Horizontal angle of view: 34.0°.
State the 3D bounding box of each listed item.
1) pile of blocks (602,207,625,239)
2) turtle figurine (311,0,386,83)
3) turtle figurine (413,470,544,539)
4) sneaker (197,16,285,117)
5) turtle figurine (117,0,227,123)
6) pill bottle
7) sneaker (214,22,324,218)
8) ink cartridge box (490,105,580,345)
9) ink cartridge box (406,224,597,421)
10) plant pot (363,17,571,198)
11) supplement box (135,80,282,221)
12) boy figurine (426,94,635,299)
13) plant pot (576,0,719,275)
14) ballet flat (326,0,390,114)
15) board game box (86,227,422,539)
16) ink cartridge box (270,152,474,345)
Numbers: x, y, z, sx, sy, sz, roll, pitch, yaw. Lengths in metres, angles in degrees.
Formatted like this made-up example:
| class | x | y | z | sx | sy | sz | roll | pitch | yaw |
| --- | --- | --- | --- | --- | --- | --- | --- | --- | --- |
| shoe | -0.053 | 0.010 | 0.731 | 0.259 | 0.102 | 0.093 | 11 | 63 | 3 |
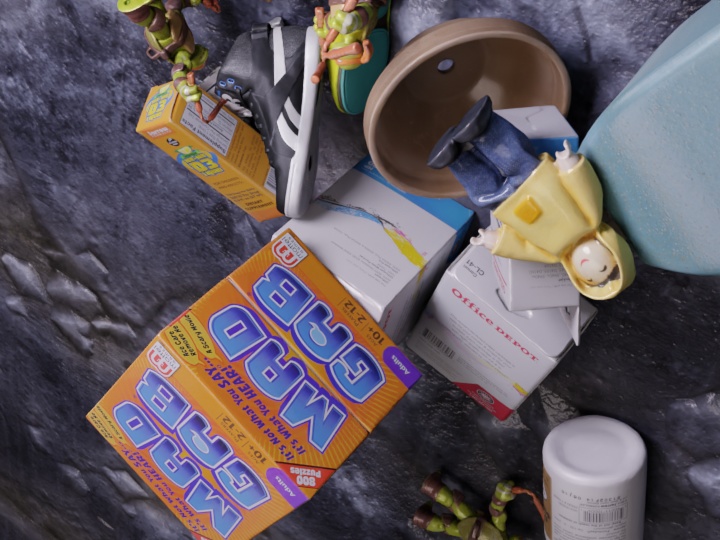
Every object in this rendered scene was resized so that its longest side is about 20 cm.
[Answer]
| class | x | y | z | sx | sy | sz | roll | pitch | yaw |
| --- | --- | --- | --- | --- | --- | --- | --- | --- | --- |
| pile of blocks | 0.244 | -0.077 | 1.155 | 0.200 | 0.082 | 0.062 | -46 | 46 | 38 |
| turtle figurine | -0.008 | -0.252 | 1.066 | 0.064 | 0.200 | 0.162 | 0 | 98 | -7 |
| turtle figurine | 0.148 | 0.337 | 1.510 | 0.161 | 0.064 | 0.200 | 24 | 131 | 24 |
| sneaker | -0.132 | -0.204 | 1.332 | 0.081 | 0.076 | 0.200 | 47 | 139 | -15 |
| turtle figurine | -0.202 | -0.261 | 1.232 | 0.064 | 0.200 | 0.161 | -14 | 149 | 18 |
| pill bottle | 0.266 | 0.275 | 1.345 | 0.114 | 0.114 | 0.200 | 14 | 128 | 29 |
| sneaker | -0.099 | -0.156 | 1.219 | 0.112 | 0.073 | 0.200 | 5 | 82 | 7 |
| ink cartridge box | 0.158 | -0.039 | 1.080 | 0.067 | 0.116 | 0.200 | -5 | 111 | 0 |
| ink cartridge box | 0.146 | 0.061 | 1.265 | 0.148 | 0.086 | 0.200 | 40 | 153 | 7 |
| plant pot | 0.093 | -0.172 | 1.133 | 0.201 | 0.200 | 0.093 | 107 | 153 | -43 |
| supplement box | -0.156 | -0.135 | 1.339 | 0.066 | 0.069 | 0.200 | -11 | 142 | 43 |
| boy figurine | 0.146 | -0.048 | 0.977 | 0.200 | 0.064 | 0.124 | 44 | 121 | -10 |
| plant pot | 0.296 | -0.110 | 0.967 | 0.200 | 0.196 | 0.196 | -29 | 101 | 42 |
| ballet flat | -0.004 | -0.259 | 1.205 | 0.067 | 0.067 | 0.200 | 43 | 138 | 34 |
| board game box | -0.105 | 0.124 | 1.164 | 0.200 | 0.200 | 0.200 | 47 | 137 | 0 |
| ink cartridge box | 0.000 | 0.000 | 1.283 | 0.145 | 0.200 | 0.147 | 33 | 135 | 13 |
